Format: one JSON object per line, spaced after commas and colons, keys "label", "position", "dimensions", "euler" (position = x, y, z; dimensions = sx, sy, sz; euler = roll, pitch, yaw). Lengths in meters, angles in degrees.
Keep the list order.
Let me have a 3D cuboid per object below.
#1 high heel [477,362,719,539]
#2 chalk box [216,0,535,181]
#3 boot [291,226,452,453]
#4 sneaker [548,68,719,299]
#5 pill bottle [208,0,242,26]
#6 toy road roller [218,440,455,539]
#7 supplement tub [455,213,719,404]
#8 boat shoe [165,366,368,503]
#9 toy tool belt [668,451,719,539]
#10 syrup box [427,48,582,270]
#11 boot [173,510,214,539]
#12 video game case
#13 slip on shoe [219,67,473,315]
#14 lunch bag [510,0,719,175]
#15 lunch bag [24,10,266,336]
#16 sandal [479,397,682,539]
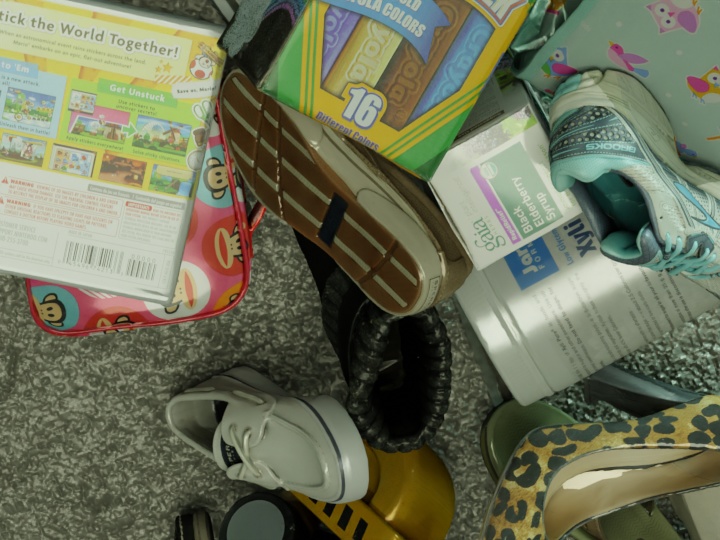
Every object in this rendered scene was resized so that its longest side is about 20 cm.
{"label": "high heel", "position": [0.170, 0.147, 1.687], "dimensions": [0.143, 0.200, 0.071], "euler": [21, 146, 29]}
{"label": "chalk box", "position": [0.026, -0.177, 1.537], "dimensions": [0.124, 0.125, 0.200], "euler": [29, 98, -21]}
{"label": "boot", "position": [0.003, 0.000, 1.686], "dimensions": [0.079, 0.158, 0.211], "euler": [-19, 109, 1]}
{"label": "sneaker", "position": [0.177, -0.026, 1.558], "dimensions": [0.200, 0.086, 0.078], "euler": [40, 136, -24]}
{"label": "pill bottle", "position": [-0.057, -0.212, 1.635], "dimensions": [0.114, 0.114, 0.200], "euler": [-34, 108, 7]}
{"label": "toy road roller", "position": [0.017, 0.189, 1.738], "dimensions": [0.146, 0.200, 0.123], "euler": [-49, 148, -1]}
{"label": "supplement tub", "position": [0.163, -0.013, 1.701], "dimensions": [0.200, 0.132, 0.132], "euler": [-29, 108, 4]}
{"label": "boat shoe", "position": [-0.064, 0.109, 1.693], "dimensions": [0.066, 0.200, 0.072], "euler": [-16, 113, -26]}
{"label": "toy tool belt", "position": [0.292, 0.176, 1.783], "dimensions": [0.123, 0.125, 0.200], "euler": [-24, 89, -3]}
{"label": "syrup box", "position": [0.081, -0.080, 1.644], "dimensions": [0.081, 0.200, 0.079], "euler": [-30, 107, 6]}
{"label": "boot", "position": [-0.176, 0.258, 1.806], "dimensions": [0.150, 0.073, 0.200], "euler": [5, 113, -6]}
{"label": "video game case", "position": [-0.197, -0.084, 1.632], "dimensions": [0.200, 0.023, 0.182], "euler": [11, 102, -8]}
{"label": "slip on shoe", "position": [-0.009, -0.055, 1.627], "dimensions": [0.200, 0.061, 0.076], "euler": [44, 133, 22]}
{"label": "lunch bag", "position": [0.205, -0.159, 1.553], "dimensions": [0.170, 0.122, 0.200], "euler": [24, 123, -15]}
{"label": "lunch bag", "position": [-0.143, -0.063, 1.694], "dimensions": [0.176, 0.082, 0.200], "euler": [-8, 108, -3]}
{"label": "sandal", "position": [0.169, 0.157, 1.774], "dimensions": [0.201, 0.057, 0.080], "euler": [42, 57, 3]}
